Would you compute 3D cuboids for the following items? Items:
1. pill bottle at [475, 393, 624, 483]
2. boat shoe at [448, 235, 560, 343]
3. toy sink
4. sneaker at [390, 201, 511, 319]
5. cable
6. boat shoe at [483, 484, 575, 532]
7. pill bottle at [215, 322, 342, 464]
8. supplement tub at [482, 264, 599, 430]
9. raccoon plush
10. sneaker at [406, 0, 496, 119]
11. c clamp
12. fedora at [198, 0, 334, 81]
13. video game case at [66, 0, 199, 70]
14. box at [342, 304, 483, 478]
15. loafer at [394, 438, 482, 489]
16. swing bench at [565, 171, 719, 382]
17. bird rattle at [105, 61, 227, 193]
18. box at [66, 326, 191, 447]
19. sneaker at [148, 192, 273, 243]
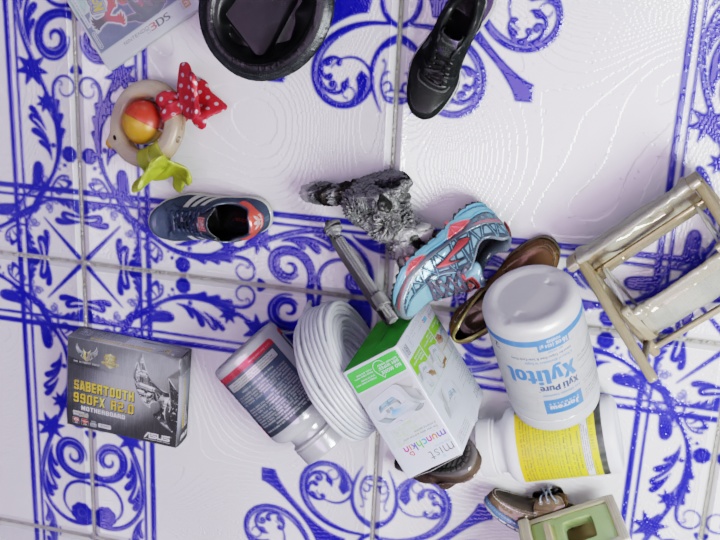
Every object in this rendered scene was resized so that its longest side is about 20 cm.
[{"bbox_3d":[0.270,0.243,1.453,0.198,0.112,0.113,-10,104,17],"label":"pill bottle"},{"bbox_3d":[0.206,0.035,1.430,0.072,0.068,0.200,42,111,1],"label":"boat shoe"},{"bbox_3d":[0.286,0.414,1.425,0.199,0.130,0.113,-21,103,9],"label":"toy sink"},{"bbox_3d":[0.126,-0.002,1.388,0.200,0.079,0.095,-47,58,-2],"label":"sneaker"},{"bbox_3d":[-0.021,0.141,1.452,0.069,0.200,0.201,-28,102,18],"label":"cable"},{"bbox_3d":[0.284,0.359,1.514,0.199,0.072,0.073,21,106,-3],"label":"boat shoe"},{"bbox_3d":[-0.113,0.190,1.534,0.119,0.120,0.200,-40,93,22],"label":"pill bottle"},{"bbox_3d":[0.247,0.104,1.372,0.131,0.132,0.201,-9,129,17],"label":"supplement tub"},{"bbox_3d":[0.018,-0.069,1.460,0.199,0.097,0.135,11,127,42],"label":"raccoon plush"},{"bbox_3d":[0.108,-0.293,1.345,0.075,0.088,0.201,26,112,5],"label":"sneaker"},{"bbox_3d":[0.000,0.000,1.412,0.027,0.171,0.201,-33,65,-3],"label":"c clamp"},{"bbox_3d":[-0.119,-0.359,1.382,0.199,0.092,0.202,4,108,14],"label":"fedora"},{"bbox_3d":[-0.346,-0.421,1.461,0.181,0.023,0.201,-28,98,20],"label":"video game case"},{"bbox_3d":[0.082,0.160,1.431,0.096,0.200,0.177,-28,99,21],"label":"box"},{"bbox_3d":[0.126,0.282,1.492,0.071,0.200,0.073,38,71,-16],"label":"loafer"},{"bbox_3d":[0.411,0.001,1.338,0.198,0.130,0.201,-35,90,22],"label":"swing bench"},{"bbox_3d":[-0.299,-0.213,1.475,0.162,0.112,0.201,27,109,23],"label":"bird rattle"},{"bbox_3d":[-0.375,0.188,1.641,0.198,0.048,0.160,11,109,11],"label":"box"},{"bbox_3d":[-0.233,-0.075,1.503,0.198,0.085,0.076,-6,105,17],"label":"sneaker"}]
